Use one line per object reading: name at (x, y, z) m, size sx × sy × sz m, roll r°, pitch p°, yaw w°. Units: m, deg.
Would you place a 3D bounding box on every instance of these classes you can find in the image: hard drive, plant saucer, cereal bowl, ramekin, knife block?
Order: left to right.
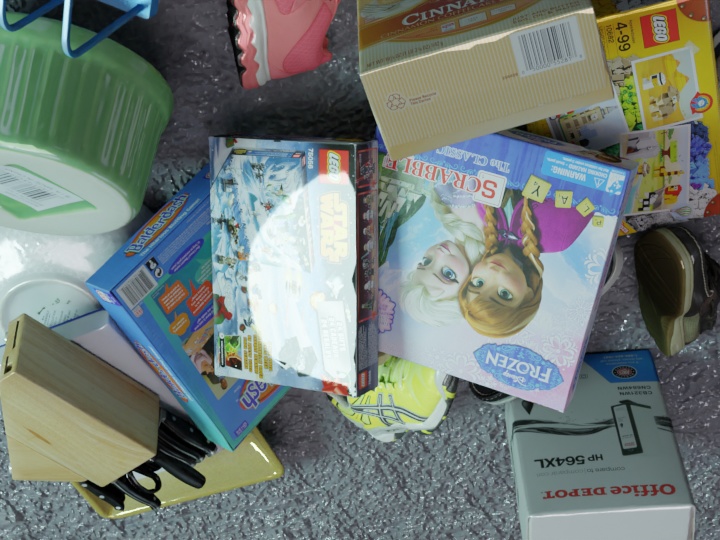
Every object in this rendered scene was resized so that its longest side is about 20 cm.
ramekin at (-0.246, -0.100, 0.932) m, size 0.200 × 0.098 × 0.200 m, roll 6°, pitch 161°, yaw 2°
cereal bowl at (-0.262, 0.019, 1.090) m, size 0.200 × 0.083 × 0.200 m, roll 0°, pitch 126°, yaw 0°
hard drive at (-0.226, 0.119, 1.109) m, size 0.132 × 0.025 × 0.200 m, roll -20°, pitch 135°, yaw 14°
knife block at (-0.207, 0.126, 1.054) m, size 0.175 × 0.064 × 0.200 m, roll 1°, pitch 136°, yaw -8°
plant saucer at (-0.198, 0.149, 1.197) m, size 0.200 × 0.048 × 0.200 m, roll -16°, pitch 135°, yaw 10°

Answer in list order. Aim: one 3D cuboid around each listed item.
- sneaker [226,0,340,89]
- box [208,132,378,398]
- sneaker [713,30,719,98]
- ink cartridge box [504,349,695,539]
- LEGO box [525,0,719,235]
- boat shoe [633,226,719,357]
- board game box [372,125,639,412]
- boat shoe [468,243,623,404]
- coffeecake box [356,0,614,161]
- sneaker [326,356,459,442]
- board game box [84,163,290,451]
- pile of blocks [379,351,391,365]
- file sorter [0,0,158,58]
sneaker at (-0.055, -0.222, 0.919) m, size 0.087 × 0.074 × 0.200 m, roll -9°, pitch 144°, yaw -10°
box at (-0.053, -0.007, 0.995) m, size 0.137 × 0.040 × 0.200 m, roll 7°, pitch 103°, yaw 29°
sneaker at (0.375, -0.157, 0.971) m, size 0.200 × 0.081 × 0.076 m, roll -10°, pitch 125°, yaw 5°
ink cartridge box at (0.213, 0.172, 1.140) m, size 0.146 × 0.200 × 0.084 m, roll -5°, pitch 127°, yaw 2°
LEGO box at (0.204, -0.130, 0.989) m, size 0.149 × 0.077 × 0.200 m, roll -13°, pitch 126°, yaw 9°
boat shoe at (0.281, 0.010, 1.081) m, size 0.066 × 0.072 × 0.201 m, roll -28°, pitch 152°, yaw -4°
board game box at (0.093, -0.014, 0.975) m, size 0.200 × 0.041 × 0.200 m, roll 17°, pitch 109°, yaw 16°
boat shoe at (0.150, 0.042, 1.113) m, size 0.060 × 0.076 × 0.200 m, roll -2°, pitch 130°, yaw -53°
coffeecake box at (0.080, -0.177, 0.875) m, size 0.153 × 0.200 × 0.073 m, roll -15°, pitch 126°, yaw 10°
sneaker at (0.029, 0.107, 1.128) m, size 0.076 × 0.075 × 0.200 m, roll 25°, pitch 150°, yaw -14°
board game box at (-0.120, 0.033, 1.070) m, size 0.045 × 0.152 × 0.200 m, roll 14°, pitch 144°, yaw 48°
pile of blocks at (0.000, 0.000, 1.079) m, size 0.082 × 0.062 × 0.200 m, roll 17°, pitch 109°, yaw 31°
file sorter at (-0.242, -0.247, 0.827) m, size 0.200 × 0.123 × 0.139 m, roll 23°, pitch 126°, yaw 9°
